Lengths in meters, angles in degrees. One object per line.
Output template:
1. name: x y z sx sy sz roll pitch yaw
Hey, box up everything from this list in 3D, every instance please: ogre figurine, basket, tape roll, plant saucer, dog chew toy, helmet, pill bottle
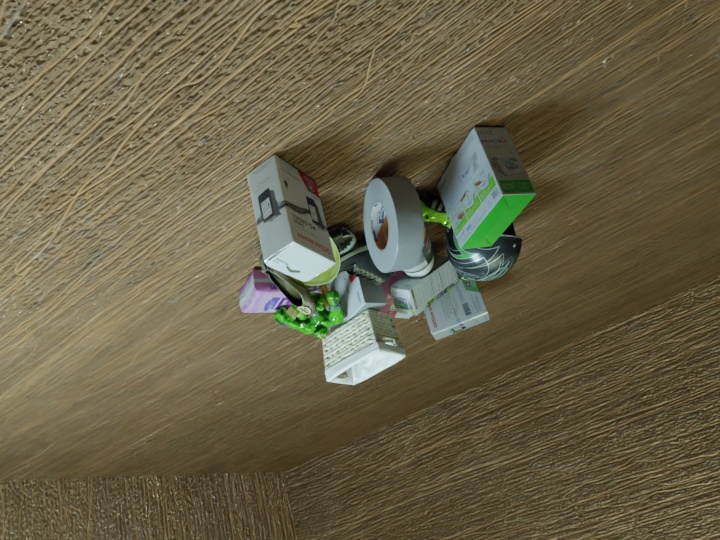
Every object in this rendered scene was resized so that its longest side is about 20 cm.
1. ogre figurine: -0.118 0.115 1.499 0.198 0.100 0.120 -36 136 12
2. basket: 0.002 0.206 1.530 0.198 0.127 0.134 -34 148 29
3. tape roll: 0.069 -0.102 1.259 0.064 0.206 0.202 -7 152 -18
4. plant saucer: -0.134 -0.052 1.318 0.193 0.032 0.204 12 135 12
5. dog chew toy: 0.065 0.050 1.644 0.199 0.127 0.123 -42 146 25
6. helmet: 0.317 -0.069 1.484 0.193 0.196 0.202 -13 154 -7
7. pill bottle: 0.126 -0.062 1.465 0.113 0.120 0.200 -22 154 10

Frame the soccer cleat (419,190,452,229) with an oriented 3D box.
1. soccer cleat: 0.185 -0.149 1.373 0.194 0.083 0.068 2 151 -30

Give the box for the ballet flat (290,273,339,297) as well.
1. ballet flat: -0.108 0.014 1.470 0.196 0.068 0.065 -22 118 -32

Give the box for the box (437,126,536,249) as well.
1. box: 0.267 -0.179 1.264 0.094 0.181 0.201 -5 151 -22

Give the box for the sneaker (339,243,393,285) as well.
1. sneaker: 0.000 0.000 1.445 0.196 0.109 0.074 -25 -176 -27

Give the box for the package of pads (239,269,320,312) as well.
1. package of pads: -0.215 0.057 1.520 0.195 0.078 0.120 1 151 -34

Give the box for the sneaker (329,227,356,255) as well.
1. sneaker: -0.100 -0.040 1.418 0.194 0.080 0.080 -19 167 8

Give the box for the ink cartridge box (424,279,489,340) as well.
1. ink cartridge box: 0.308 0.121 1.889 0.194 0.149 0.084 -22 154 8

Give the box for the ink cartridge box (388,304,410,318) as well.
1. ink cartridge box: 0.148 0.060 1.742 0.142 0.087 0.200 6 144 -39

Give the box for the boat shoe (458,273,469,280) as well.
1. boat shoe: 0.322 -0.006 1.744 0.070 0.073 0.201 -1 149 -30

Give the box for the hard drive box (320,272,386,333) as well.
1. hard drive box: -0.024 0.068 1.571 0.075 0.160 0.200 3 146 -33

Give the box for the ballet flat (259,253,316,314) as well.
1. ballet flat: -0.176 0.039 1.365 0.066 0.047 0.202 -15 123 34

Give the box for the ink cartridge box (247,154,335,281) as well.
1. ink cartridge box: -0.135 -0.099 1.133 0.082 0.205 0.144 -28 152 23

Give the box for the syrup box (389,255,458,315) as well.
1. syrup box: 0.178 0.039 1.583 0.198 0.084 0.077 -34 -155 -34
